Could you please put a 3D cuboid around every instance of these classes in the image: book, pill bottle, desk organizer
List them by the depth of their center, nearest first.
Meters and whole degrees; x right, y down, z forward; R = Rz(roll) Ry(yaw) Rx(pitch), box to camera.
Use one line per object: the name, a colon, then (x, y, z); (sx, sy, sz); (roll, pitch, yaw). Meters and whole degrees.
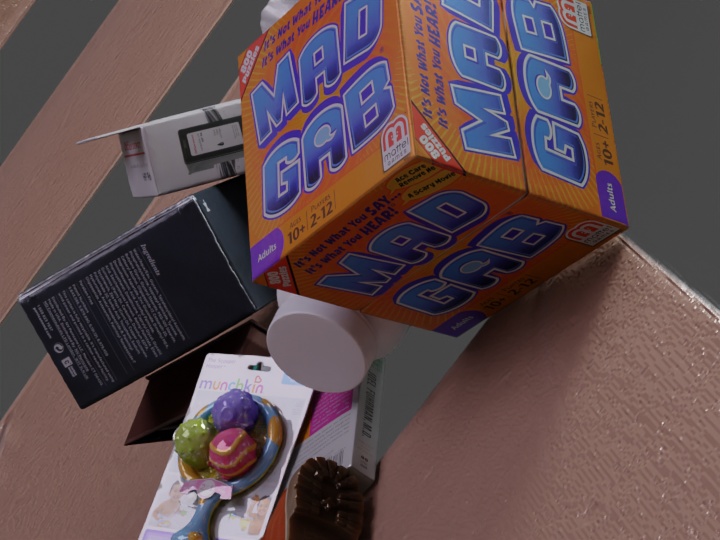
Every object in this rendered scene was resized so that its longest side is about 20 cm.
pill bottle: (0.000, 0.000, 1.568); (0.112, 0.112, 0.201); (-34, 20, 44)
book: (-0.034, 0.124, 1.596); (0.133, 0.048, 0.201); (-39, 27, 33)
desk organizer: (-0.134, 0.120, 1.784); (0.200, 0.071, 0.077); (-28, 36, 51)

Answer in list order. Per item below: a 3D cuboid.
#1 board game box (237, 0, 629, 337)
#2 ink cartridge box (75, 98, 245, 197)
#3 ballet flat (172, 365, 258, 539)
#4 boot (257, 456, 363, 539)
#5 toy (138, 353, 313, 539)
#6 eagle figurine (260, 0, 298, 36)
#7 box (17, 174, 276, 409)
board game box: (0.048, -0.097, 1.442); (0.200, 0.199, 0.201); (-36, 50, 43)
ink cartridge box: (-0.151, -0.113, 1.788); (0.199, 0.068, 0.116); (-15, 5, -17)
ballet flat: (-0.127, 0.163, 1.626); (0.072, 0.072, 0.202); (-26, 52, 53)
boot: (-0.053, 0.243, 1.433); (0.107, 0.075, 0.201); (-51, 15, 35)
toy: (-0.115, 0.150, 1.561); (0.114, 0.047, 0.201); (3, 63, 29)
eagle figurine: (0.003, -0.201, 1.794); (0.150, 0.152, 0.200); (-31, 19, 2)
box: (-0.176, 0.014, 1.795); (0.196, 0.125, 0.200); (-30, 1, 16)
